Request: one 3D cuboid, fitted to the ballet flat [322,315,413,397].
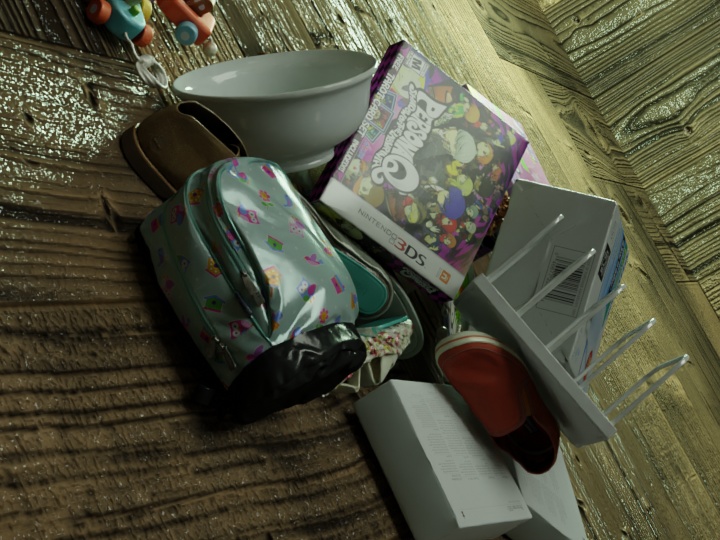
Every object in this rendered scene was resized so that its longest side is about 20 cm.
[{"bbox_3d":[-0.007,0.082,1.377,0.200,0.075,0.064,-7,87,-61],"label":"ballet flat"}]

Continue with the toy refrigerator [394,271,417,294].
[{"bbox_3d":[0.069,-0.047,1.714,0.070,0.076,0.200,54,21,-12],"label":"toy refrigerator"}]

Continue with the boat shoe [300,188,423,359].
[{"bbox_3d":[0.000,0.000,1.485,0.200,0.075,0.060,54,26,-13],"label":"boat shoe"}]

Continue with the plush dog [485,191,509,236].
[{"bbox_3d":[0.070,-0.102,1.574,0.171,0.161,0.200,9,23,-38],"label":"plush dog"}]

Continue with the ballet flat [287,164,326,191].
[{"bbox_3d":[-0.062,-0.129,1.541,0.071,0.065,0.200,73,-6,-55],"label":"ballet flat"}]

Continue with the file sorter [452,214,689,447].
[{"bbox_3d":[0.211,0.060,1.482,0.200,0.124,0.139,49,-11,5],"label":"file sorter"}]

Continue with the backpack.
[{"bbox_3d":[-0.087,0.011,1.189,0.200,0.126,0.167,59,23,11],"label":"backpack"}]

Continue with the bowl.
[{"bbox_3d":[-0.078,-0.148,1.405,0.201,0.200,0.091,-61,147,-67],"label":"bowl"}]

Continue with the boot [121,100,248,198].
[{"bbox_3d":[-0.118,-0.069,1.301,0.200,0.075,0.074,46,24,-31],"label":"boot"}]

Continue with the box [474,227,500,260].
[{"bbox_3d":[0.134,-0.089,1.855,0.143,0.036,0.200,59,-11,3],"label":"box"}]

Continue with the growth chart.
[{"bbox_3d":[0.106,0.047,1.613,0.200,0.018,0.145,-74,159,-47],"label":"growth chart"}]

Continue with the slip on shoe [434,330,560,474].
[{"bbox_3d":[0.141,0.131,1.452,0.200,0.074,0.061,51,22,-33],"label":"slip on shoe"}]

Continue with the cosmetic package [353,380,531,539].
[{"bbox_3d":[0.083,0.187,1.421,0.151,0.052,0.200,62,20,19],"label":"cosmetic package"}]

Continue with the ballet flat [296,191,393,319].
[{"bbox_3d":[-0.052,-0.025,1.411,0.200,0.067,0.064,41,4,-15],"label":"ballet flat"}]

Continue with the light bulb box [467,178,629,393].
[{"bbox_3d":[0.222,0.026,1.704,0.200,0.124,0.199,47,60,-69],"label":"light bulb box"}]

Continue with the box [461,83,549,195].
[{"bbox_3d":[0.187,-0.146,2.107,0.200,0.097,0.176,22,41,-57],"label":"box"}]

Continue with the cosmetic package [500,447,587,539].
[{"bbox_3d":[0.180,0.218,1.629,0.151,0.052,0.200,39,28,-39],"label":"cosmetic package"}]

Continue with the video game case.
[{"bbox_3d":[0.061,-0.099,1.469,0.181,0.036,0.200,36,68,-22],"label":"video game case"}]

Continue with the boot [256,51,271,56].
[{"bbox_3d":[-0.024,-0.171,1.686,0.189,0.068,0.200,61,21,7],"label":"boot"}]

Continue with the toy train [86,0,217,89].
[{"bbox_3d":[-0.192,-0.257,1.412,0.150,0.056,0.200,46,23,-15],"label":"toy train"}]
